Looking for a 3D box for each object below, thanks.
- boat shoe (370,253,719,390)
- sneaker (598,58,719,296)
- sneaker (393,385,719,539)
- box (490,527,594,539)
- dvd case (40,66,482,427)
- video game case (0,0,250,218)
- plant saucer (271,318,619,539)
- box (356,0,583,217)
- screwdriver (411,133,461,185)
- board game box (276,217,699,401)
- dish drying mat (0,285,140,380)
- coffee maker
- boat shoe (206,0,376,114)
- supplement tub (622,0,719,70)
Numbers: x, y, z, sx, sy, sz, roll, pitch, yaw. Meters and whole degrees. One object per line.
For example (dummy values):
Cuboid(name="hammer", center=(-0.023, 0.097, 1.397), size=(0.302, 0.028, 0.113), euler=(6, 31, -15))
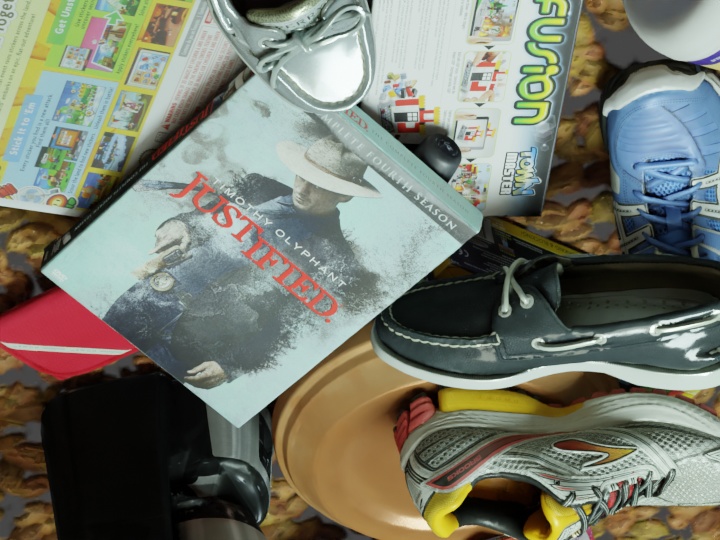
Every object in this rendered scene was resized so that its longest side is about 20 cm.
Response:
Cuboid(name="boat shoe", center=(0.104, 0.019, 1.570), size=(0.198, 0.076, 0.061), euler=(-2, 135, 1))
Cuboid(name="sneaker", center=(0.173, -0.033, 1.606), size=(0.075, 0.077, 0.201), euler=(-12, 138, 7))
Cuboid(name="sneaker", center=(0.118, 0.117, 1.624), size=(0.199, 0.083, 0.078), euler=(0, 139, -9))
Cuboid(name="box", center=(0.049, 0.222, 1.803), size=(0.199, 0.096, 0.099), euler=(-22, 171, 41))
Cuboid(name="dvd case", center=(-0.054, -0.015, 1.564), size=(0.146, 0.022, 0.200), euler=(40, 123, -17))
Cuboid(name="video game case", center=(-0.124, -0.099, 1.524), size=(0.181, 0.023, 0.200), euler=(8, 138, -18))
Cuboid(name="plant saucer", center=(0.050, 0.095, 1.681), size=(0.199, 0.038, 0.201), euler=(-4, 140, -3))
Cuboid(name="box", center=(0.051, -0.105, 1.535), size=(0.109, 0.035, 0.201), euler=(-1, 139, -8))
Cuboid(name="screwdriver", center=(0.000, 0.000, 1.596), size=(0.029, 0.028, 0.200), euler=(31, 129, -1))
Cuboid(name="board game box", center=(0.077, 0.055, 1.708), size=(0.199, 0.057, 0.165), euler=(21, 131, -29))
Cuboid(name="dish drying mat", center=(-0.108, 0.012, 1.636), size=(0.199, 0.018, 0.077), euler=(-23, 142, 27))
Cuboid(name="coffee maker", center=(-0.131, 0.165, 1.691), size=(0.191, 0.201, 0.135), euler=(4, 136, -18))
Cuboid(name="boat shoe", center=(-0.044, -0.149, 1.419), size=(0.074, 0.065, 0.203), euler=(-21, 126, 2))
Cuboid(name="supplement tub", center=(0.238, -0.152, 1.426), size=(0.199, 0.146, 0.146), euler=(12, 136, -23))
